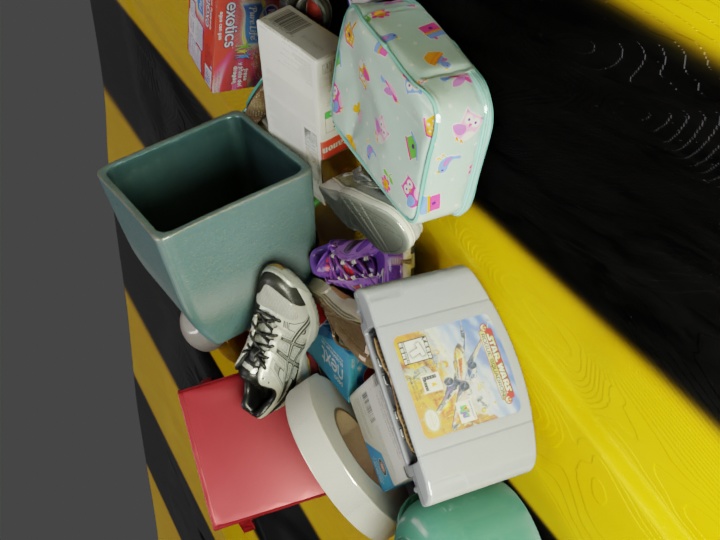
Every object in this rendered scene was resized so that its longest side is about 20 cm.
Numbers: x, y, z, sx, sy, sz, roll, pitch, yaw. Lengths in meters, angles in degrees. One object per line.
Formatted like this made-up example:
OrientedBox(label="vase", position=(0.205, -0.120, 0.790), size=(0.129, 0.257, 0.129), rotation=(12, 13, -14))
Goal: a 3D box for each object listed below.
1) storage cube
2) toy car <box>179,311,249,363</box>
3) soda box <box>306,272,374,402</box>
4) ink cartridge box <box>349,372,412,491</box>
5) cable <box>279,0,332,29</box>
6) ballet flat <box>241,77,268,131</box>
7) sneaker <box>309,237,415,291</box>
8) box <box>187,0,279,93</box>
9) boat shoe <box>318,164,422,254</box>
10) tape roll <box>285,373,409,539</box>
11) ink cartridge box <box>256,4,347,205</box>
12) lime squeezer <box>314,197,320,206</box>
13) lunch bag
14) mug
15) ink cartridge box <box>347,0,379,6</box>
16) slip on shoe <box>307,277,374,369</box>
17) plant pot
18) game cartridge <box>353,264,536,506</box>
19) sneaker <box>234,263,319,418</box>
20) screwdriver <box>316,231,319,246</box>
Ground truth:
OrientedBox(label="storage cube", position=(-0.118, 0.219, 1.464), size=(0.171, 0.178, 0.202), rotation=(99, 154, -80))
OrientedBox(label="toy car", position=(-0.165, 0.020, 1.586), size=(0.149, 0.174, 0.202), rotation=(-34, 66, 29))
OrientedBox(label="soda box", position=(-0.029, 0.073, 1.377), size=(0.200, 0.064, 0.068), rotation=(44, 141, 52))
OrientedBox(label="ink cartridge box", position=(0.063, 0.150, 1.195), size=(0.117, 0.066, 0.200), rotation=(70, 157, 14))
OrientedBox(label="cable", position=(-0.052, -0.260, 1.311), size=(0.097, 0.050, 0.201), rotation=(25, 139, 42))
OrientedBox(label="ballet flat", position=(-0.117, -0.198, 1.457), size=(0.065, 0.070, 0.200), rotation=(49, 156, -2))
OrientedBox(label="sneaker", position=(0.000, 0.000, 1.227), size=(0.200, 0.083, 0.082), rotation=(178, 93, -67))
OrientedBox(label="box", position=(-0.153, -0.333, 1.409), size=(0.100, 0.095, 0.201), rotation=(57, 150, 38))
OrientedBox(label="boat shoe", position=(0.017, -0.071, 1.166), size=(0.075, 0.065, 0.202), rotation=(54, 172, -19))
OrientedBox(label="tape roll", position=(-0.012, 0.210, 1.296), size=(0.203, 0.037, 0.203), rotation=(53, -169, -15))
OrientedBox(label="ink cartridge box", position=(-0.059, -0.184, 1.290), size=(0.109, 0.050, 0.201), rotation=(40, 148, 35))
OrientedBox(label="lime squeezer", position=(-0.091, -0.093, 1.428), size=(0.200, 0.037, 0.071), rotation=(28, 111, 57))
OrientedBox(label="lunch bag", position=(0.043, -0.149, 1.069), size=(0.161, 0.076, 0.201), rotation=(97, 151, -43))
OrientedBox(label="mug", position=(0.093, 0.296, 1.139), size=(0.185, 0.113, 0.154), rotation=(-35, 70, 66))
OrientedBox(label="ink cartridge box", position=(0.031, -0.312, 1.065), size=(0.200, 0.037, 0.096), rotation=(-4, 99, 65))
OrientedBox(label="slip on shoe", position=(-0.012, 0.057, 1.273), size=(0.200, 0.076, 0.061), rotation=(25, 93, 59))
OrientedBox(label="plant pot", position=(-0.165, -0.037, 1.351), size=(0.196, 0.195, 0.201), rotation=(41, 150, 47))
OrientedBox(label="game cartridge", position=(0.082, 0.098, 1.034), size=(0.202, 0.132, 0.042), rotation=(71, 157, 12))
OrientedBox(label="sneaker", position=(-0.100, 0.089, 1.300), size=(0.075, 0.087, 0.201), rotation=(26, 134, 30))
OrientedBox(label="screwdriver", position=(-0.097, -0.108, 1.488), size=(0.201, 0.029, 0.028), rotation=(62, 153, 30))
